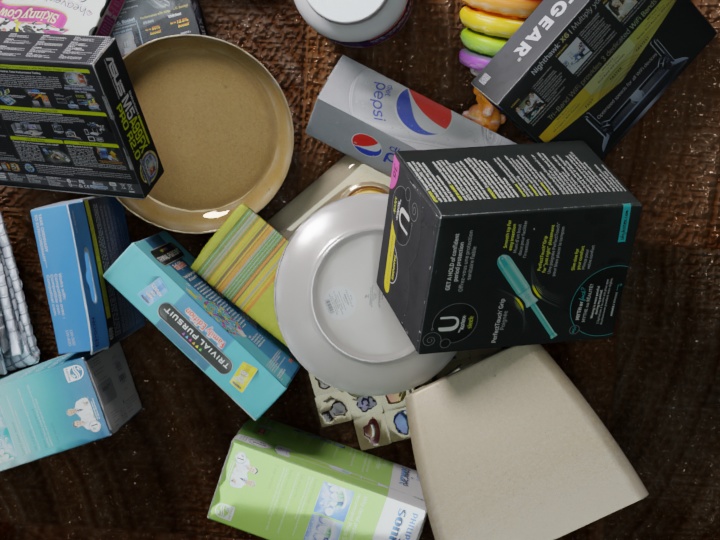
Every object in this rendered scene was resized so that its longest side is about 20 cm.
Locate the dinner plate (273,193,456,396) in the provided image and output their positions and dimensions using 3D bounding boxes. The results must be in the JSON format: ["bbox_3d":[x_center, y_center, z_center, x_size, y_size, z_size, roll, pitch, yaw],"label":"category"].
[{"bbox_3d":[0.015,0.024,1.493,0.200,0.024,0.200,0,89,-6],"label":"dinner plate"}]

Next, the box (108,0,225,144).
[{"bbox_3d":[-0.247,-0.196,1.535,0.200,0.050,0.158,-15,94,5],"label":"box"}]

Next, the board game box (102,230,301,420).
[{"bbox_3d":[-0.151,0.050,1.503,0.200,0.151,0.047,43,97,-1],"label":"board game box"}]

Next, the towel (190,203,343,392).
[{"bbox_3d":[-0.067,0.027,1.514,0.200,0.018,0.086,40,101,-4],"label":"towel"}]

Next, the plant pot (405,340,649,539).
[{"bbox_3d":[0.144,0.170,1.482,0.200,0.200,0.177,-25,85,4],"label":"plant pot"}]

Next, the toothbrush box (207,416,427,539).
[{"bbox_3d":[-0.037,0.224,1.516,0.200,0.146,0.086,18,96,1],"label":"toothbrush box"}]

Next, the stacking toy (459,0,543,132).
[{"bbox_3d":[0.137,-0.226,1.491,0.116,0.110,0.200,5,109,-14],"label":"stacking toy"}]

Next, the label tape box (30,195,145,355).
[{"bbox_3d":[-0.271,0.003,1.481,0.066,0.200,0.143,-9,95,7],"label":"label tape box"}]

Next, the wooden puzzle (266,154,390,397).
[{"bbox_3d":[0.000,0.000,1.535,0.185,0.046,0.200,-40,89,6],"label":"wooden puzzle"}]

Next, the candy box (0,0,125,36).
[{"bbox_3d":[-0.300,-0.278,1.478,0.136,0.061,0.200,24,92,4],"label":"candy box"}]

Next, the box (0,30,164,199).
[{"bbox_3d":[-0.300,-0.148,1.439,0.200,0.044,0.160,6,134,24],"label":"box"}]

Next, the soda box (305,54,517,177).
[{"bbox_3d":[0.051,-0.129,1.503,0.200,0.068,0.063,27,60,1],"label":"soda box"}]

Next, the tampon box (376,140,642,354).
[{"bbox_3d":[0.133,-0.024,1.414,0.200,0.126,0.150,-4,123,-19],"label":"tampon box"}]

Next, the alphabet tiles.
[{"bbox_3d":[0.044,0.090,1.568,0.200,0.006,0.167,-15,95,5],"label":"alphabet tiles"}]

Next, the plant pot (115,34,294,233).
[{"bbox_3d":[-0.165,-0.135,1.499,0.200,0.027,0.200,0,109,-1],"label":"plant pot"}]

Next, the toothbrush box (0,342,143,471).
[{"bbox_3d":[-0.337,0.144,1.528,0.200,0.146,0.085,-19,94,7],"label":"toothbrush box"}]

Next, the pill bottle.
[{"bbox_3d":[-0.006,-0.269,1.436,0.111,0.200,0.111,0,96,4],"label":"pill bottle"}]

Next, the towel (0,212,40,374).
[{"bbox_3d":[-0.431,0.024,1.532,0.166,0.086,0.200,-10,96,25],"label":"towel"}]

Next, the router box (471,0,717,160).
[{"bbox_3d":[0.225,-0.203,1.459,0.200,0.052,0.157,-48,133,6],"label":"router box"}]
